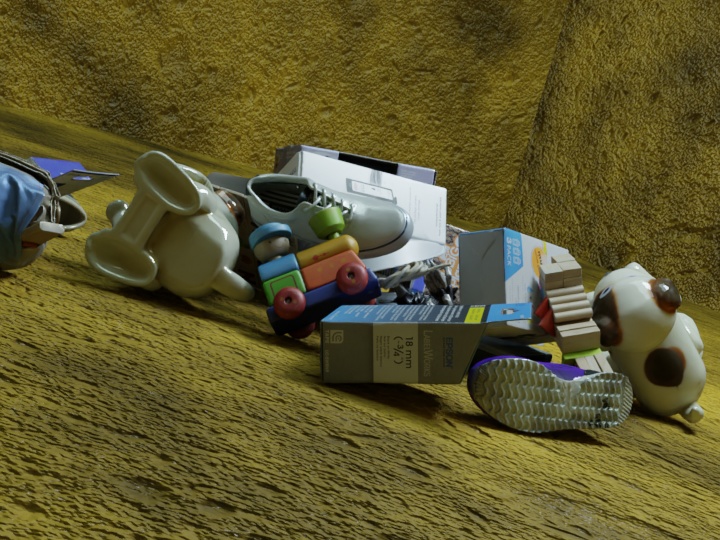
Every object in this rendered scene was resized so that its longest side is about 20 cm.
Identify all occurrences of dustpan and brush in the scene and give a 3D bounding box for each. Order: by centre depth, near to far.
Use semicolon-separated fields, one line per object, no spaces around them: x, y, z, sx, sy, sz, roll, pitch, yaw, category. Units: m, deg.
0.000;0.000;1.569;0.138;0.058;0.199;-18;-17;30;dustpan and brush

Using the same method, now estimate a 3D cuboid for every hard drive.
0.123;0.086;1.677;0.198;0.033;0.139;21;8;27;hard drive

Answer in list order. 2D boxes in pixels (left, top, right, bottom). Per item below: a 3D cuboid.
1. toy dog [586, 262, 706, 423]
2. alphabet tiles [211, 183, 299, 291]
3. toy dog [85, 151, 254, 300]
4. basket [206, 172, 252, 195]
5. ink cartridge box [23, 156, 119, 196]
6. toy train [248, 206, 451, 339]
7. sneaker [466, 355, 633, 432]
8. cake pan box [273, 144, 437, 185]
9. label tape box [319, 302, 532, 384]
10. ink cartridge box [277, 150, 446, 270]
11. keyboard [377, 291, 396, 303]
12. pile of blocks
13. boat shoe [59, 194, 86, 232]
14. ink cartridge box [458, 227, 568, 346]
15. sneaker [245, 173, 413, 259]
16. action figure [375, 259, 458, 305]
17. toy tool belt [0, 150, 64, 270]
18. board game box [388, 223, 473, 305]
0.335;0.082;1.634;0.200;0.138;0.195;56;16;-45;toy dog
-0.161;-0.042;1.661;0.198;0.006;0.167;19;-37;20;alphabet tiles
-0.188;-0.046;1.504;0.192;0.141;0.200;25;6;-1;toy dog
-0.121;-0.057;1.848;0.198;0.138;0.180;15;10;16;basket
-0.367;-0.087;1.457;0.198;0.038;0.095;-16;-4;20;ink cartridge box
-0.016;-0.017;1.442;0.198;0.117;0.085;-22;-21;-1;toy train
0.173;0.125;1.381;0.198;0.070;0.099;11;-3;-33;sneaker
-0.011;-0.125;1.785;0.182;0.053;0.200;8;2;-14;cake pan box
0.068;0.070;1.325;0.197;0.064;0.144;0;5;8;label tape box
-0.013;-0.060;1.671;0.198;0.085;0.146;12;-26;-21;ink cartridge box
-0.017;0.042;1.630;0.199;0.056;0.011;3;55;-62;keyboard
0.237;0.077;1.571;0.061;0.202;0.082;-8;-29;-8;pile of blocks
-0.409;-0.081;1.607;0.062;0.072;0.199;24;5;31;boat shoe
0.198;0.024;1.635;0.067;0.117;0.199;-8;-13;35;ink cartridge box
-0.040;-0.062;1.505;0.198;0.074;0.071;8;-22;21;sneaker
0.059;0.043;1.530;0.118;0.103;0.200;-26;16;1;action figure
-0.382;-0.062;1.286;0.198;0.126;0.123;14;-1;-17;toy tool belt
0.152;0.020;1.804;0.198;0.098;0.159;18;-11;-8;board game box
